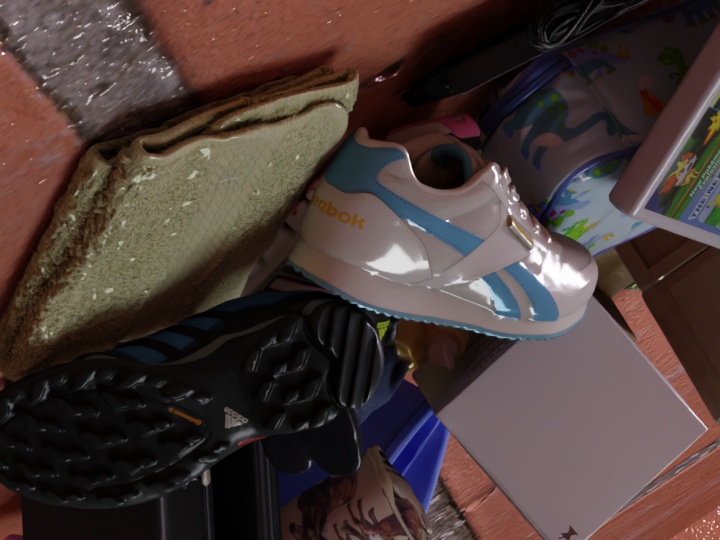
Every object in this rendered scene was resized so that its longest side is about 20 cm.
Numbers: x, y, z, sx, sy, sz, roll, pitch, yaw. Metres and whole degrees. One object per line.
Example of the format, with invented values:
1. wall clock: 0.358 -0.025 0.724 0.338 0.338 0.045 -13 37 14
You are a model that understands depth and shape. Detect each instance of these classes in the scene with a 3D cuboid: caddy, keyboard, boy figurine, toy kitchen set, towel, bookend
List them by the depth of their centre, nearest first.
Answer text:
1. towel: -0.088 -0.018 1.205 0.148 0.037 0.200 -20 160 -36
2. keyboard: 0.113 -0.140 1.268 0.199 0.040 0.104 -29 -173 -21
3. bookend: -0.109 0.162 1.376 0.091 0.200 0.200 -6 168 13
4. boy figurine: 0.011 0.039 1.469 0.124 0.065 0.200 -4 -155 33
5. caddy: -0.013 0.148 1.629 0.201 0.105 0.141 -54 166 -11
6. toy kitchen set: 0.217 0.049 1.696 0.163 0.181 0.200 -35 152 13

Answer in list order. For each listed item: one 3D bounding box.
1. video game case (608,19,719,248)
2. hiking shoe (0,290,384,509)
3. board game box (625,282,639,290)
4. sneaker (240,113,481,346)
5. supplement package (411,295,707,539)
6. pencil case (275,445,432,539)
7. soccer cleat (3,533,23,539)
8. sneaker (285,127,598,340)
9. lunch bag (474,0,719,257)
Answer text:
1. video game case: 0.228 -0.101 1.355 0.182 0.022 0.201 15 111 -56
2. hiking shoe: -0.086 0.060 1.238 0.198 0.075 0.087 -13 -168 -2
3. board game box: 0.231 -0.023 1.849 0.105 0.024 0.200 -41 162 19
4. sneaker: 0.000 0.000 1.337 0.200 0.088 0.074 -41 163 25
5. supplement package: 0.110 0.076 1.492 0.109 0.114 0.200 -42 -175 0
6. pencil case: -0.049 0.186 1.507 0.199 0.078 0.089 -33 142 6
7. soccer cleat: -0.137 0.141 1.562 0.200 0.073 0.069 -41 158 -51
8. sneaker: 0.055 -0.018 1.262 0.199 0.076 0.081 8 107 -49
9. lunch bag: 0.139 -0.068 1.415 0.199 0.083 0.161 -25 160 -31
